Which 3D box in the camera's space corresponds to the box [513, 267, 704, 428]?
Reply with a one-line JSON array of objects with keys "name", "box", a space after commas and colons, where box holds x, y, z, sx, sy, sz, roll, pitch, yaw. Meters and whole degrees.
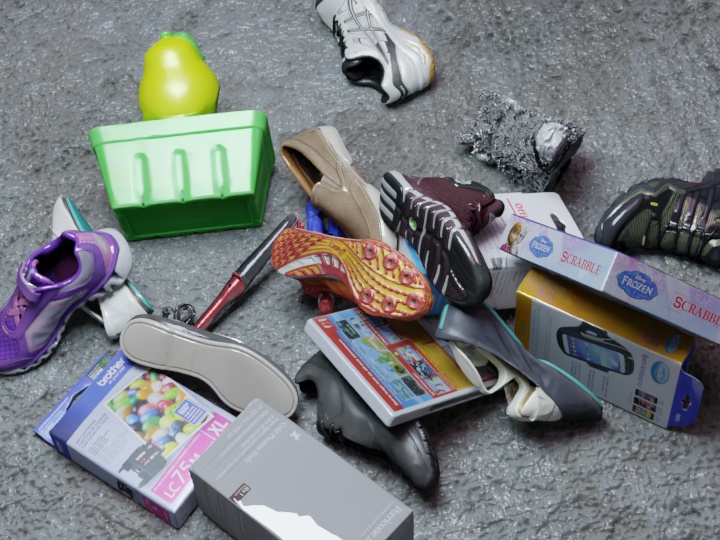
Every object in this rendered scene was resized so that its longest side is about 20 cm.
[{"name": "box", "box": [0.247, 0.081, 1.339, 0.198, 0.120, 0.042, 23, 58, 20]}]

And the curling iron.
[{"name": "curling iron", "box": [-0.141, 0.009, 1.452, 0.200, 0.026, 0.050, -43, 90, -9]}]

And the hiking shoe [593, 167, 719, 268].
[{"name": "hiking shoe", "box": [0.352, -0.048, 1.453, 0.198, 0.076, 0.101, -16, 50, -9]}]

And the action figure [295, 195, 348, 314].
[{"name": "action figure", "box": [-0.039, -0.036, 1.496, 0.065, 0.052, 0.202, -1, 55, -2]}]

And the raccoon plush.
[{"name": "raccoon plush", "box": [0.173, -0.163, 1.490, 0.133, 0.200, 0.097, 35, 76, 12]}]

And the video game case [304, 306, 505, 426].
[{"name": "video game case", "box": [0.059, 0.081, 1.361, 0.199, 0.018, 0.143, -12, 47, -41]}]

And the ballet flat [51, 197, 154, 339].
[{"name": "ballet flat", "box": [-0.301, -0.002, 1.484, 0.069, 0.070, 0.200, -31, 59, -18]}]

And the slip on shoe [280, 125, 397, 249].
[{"name": "slip on shoe", "box": [-0.024, -0.079, 1.449, 0.060, 0.076, 0.201, -10, 53, -25]}]

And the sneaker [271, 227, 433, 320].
[{"name": "sneaker", "box": [0.000, 0.000, 1.378, 0.199, 0.077, 0.074, 24, 93, 37]}]

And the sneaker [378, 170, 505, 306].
[{"name": "sneaker", "box": [0.107, -0.043, 1.337, 0.114, 0.076, 0.200, -7, 39, -26]}]

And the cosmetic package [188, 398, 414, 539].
[{"name": "cosmetic package", "box": [-0.054, 0.226, 1.277, 0.199, 0.091, 0.107, 29, 58, 27]}]

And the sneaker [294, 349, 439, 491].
[{"name": "sneaker", "box": [0.007, 0.152, 1.345, 0.090, 0.076, 0.200, -35, 53, -7]}]

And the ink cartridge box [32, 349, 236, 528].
[{"name": "ink cartridge box", "box": [-0.226, 0.160, 1.369, 0.199, 0.042, 0.120, 26, 59, 24]}]

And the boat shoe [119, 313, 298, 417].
[{"name": "boat shoe", "box": [-0.149, 0.092, 1.391, 0.198, 0.067, 0.057, 22, 15, 7]}]

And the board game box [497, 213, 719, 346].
[{"name": "board game box", "box": [0.262, 0.014, 1.305, 0.042, 0.198, 0.200, -66, 26, 3]}]

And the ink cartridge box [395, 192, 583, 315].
[{"name": "ink cartridge box", "box": [0.131, -0.019, 1.430, 0.198, 0.067, 0.116, -4, 43, -17]}]

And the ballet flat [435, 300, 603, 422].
[{"name": "ballet flat", "box": [0.150, 0.104, 1.326, 0.200, 0.073, 0.073, 41, 58, -13]}]

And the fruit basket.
[{"name": "fruit basket", "box": [-0.200, -0.154, 1.524, 0.213, 0.156, 0.218, -1, 68, 2]}]

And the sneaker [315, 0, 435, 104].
[{"name": "sneaker", "box": [-0.001, -0.280, 1.653, 0.087, 0.076, 0.200, -36, 58, -21]}]

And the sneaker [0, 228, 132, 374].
[{"name": "sneaker", "box": [-0.334, 0.025, 1.413, 0.200, 0.088, 0.081, -43, 69, 8]}]
